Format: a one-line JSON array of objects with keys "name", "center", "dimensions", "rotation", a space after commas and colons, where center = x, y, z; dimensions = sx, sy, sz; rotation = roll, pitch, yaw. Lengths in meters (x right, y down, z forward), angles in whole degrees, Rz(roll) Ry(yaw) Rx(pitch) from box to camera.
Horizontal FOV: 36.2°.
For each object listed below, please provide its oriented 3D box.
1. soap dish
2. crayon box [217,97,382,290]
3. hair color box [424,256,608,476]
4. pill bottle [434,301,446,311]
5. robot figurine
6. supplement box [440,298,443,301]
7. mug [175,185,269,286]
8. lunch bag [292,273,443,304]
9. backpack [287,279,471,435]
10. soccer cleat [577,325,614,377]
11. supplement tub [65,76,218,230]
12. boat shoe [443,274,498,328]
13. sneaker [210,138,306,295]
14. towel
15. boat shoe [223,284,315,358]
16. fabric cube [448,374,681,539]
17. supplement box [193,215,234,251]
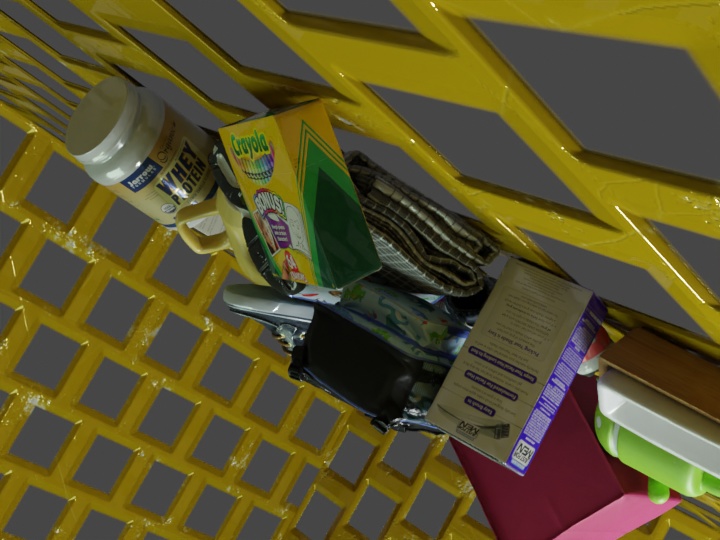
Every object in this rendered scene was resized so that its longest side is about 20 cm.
[{"name": "soap dish", "center": [0.350, 0.145, 1.171], "dimensions": [0.199, 0.082, 0.158], "rotation": [28, 168, 22]}, {"name": "crayon box", "center": [-0.067, -0.077, 1.116], "dimensions": [0.200, 0.058, 0.174], "rotation": [8, 121, 67]}, {"name": "hair color box", "center": [0.166, 0.100, 1.171], "dimensions": [0.109, 0.201, 0.065], "rotation": [25, 172, 36]}, {"name": "pill bottle", "center": [0.119, 0.099, 1.484], "dimensions": [0.197, 0.114, 0.112], "rotation": [4, 169, 9]}, {"name": "robot figurine", "center": [0.371, 0.194, 1.331], "dimensions": [0.199, 0.116, 0.177], "rotation": [26, 145, 38]}, {"name": "supplement box", "center": [0.050, 0.084, 1.660], "dimensions": [0.198, 0.103, 0.103], "rotation": [-3, -163, -39]}, {"name": "mug", "center": [-0.129, -0.064, 1.428], "dimensions": [0.150, 0.186, 0.153], "rotation": [47, 173, 27]}, {"name": "lunch bag", "center": [0.000, 0.000, 1.369], "dimensions": [0.198, 0.077, 0.160], "rotation": [14, 157, -22]}, {"name": "backpack", "center": [0.048, 0.104, 1.267], "dimensions": [0.182, 0.148, 0.199], "rotation": [26, 179, 38]}, {"name": "soccer cleat", "center": [0.238, 0.070, 1.293], "dimensions": [0.074, 0.068, 0.200], "rotation": [58, 175, -8]}, {"name": "supplement tub", "center": [-0.290, -0.160, 1.514], "dimensions": [0.144, 0.145, 0.199], "rotation": [23, 171, 47]}, {"name": "boat shoe", "center": [0.136, 0.031, 1.323], "dimensions": [0.090, 0.072, 0.200], "rotation": [27, 176, -26]}, {"name": "sneaker", "center": [-0.084, -0.075, 1.291], "dimensions": [0.076, 0.115, 0.202], "rotation": [-40, 73, 50]}, {"name": "towel", "center": [0.033, -0.043, 1.209], "dimensions": [0.199, 0.086, 0.165], "rotation": [32, 172, -15]}, {"name": "boat shoe", "center": [-0.089, 0.081, 1.434], "dimensions": [0.198, 0.092, 0.071], "rotation": [13, -168, -18]}, {"name": "fabric cube", "center": [0.277, 0.269, 1.497], "dimensions": [0.198, 0.199, 0.198], "rotation": [15, -137, -52]}, {"name": "supplement box", "center": [-0.170, -0.074, 1.752], "dimensions": [0.199, 0.074, 0.126], "rotation": [30, -161, 6]}]
